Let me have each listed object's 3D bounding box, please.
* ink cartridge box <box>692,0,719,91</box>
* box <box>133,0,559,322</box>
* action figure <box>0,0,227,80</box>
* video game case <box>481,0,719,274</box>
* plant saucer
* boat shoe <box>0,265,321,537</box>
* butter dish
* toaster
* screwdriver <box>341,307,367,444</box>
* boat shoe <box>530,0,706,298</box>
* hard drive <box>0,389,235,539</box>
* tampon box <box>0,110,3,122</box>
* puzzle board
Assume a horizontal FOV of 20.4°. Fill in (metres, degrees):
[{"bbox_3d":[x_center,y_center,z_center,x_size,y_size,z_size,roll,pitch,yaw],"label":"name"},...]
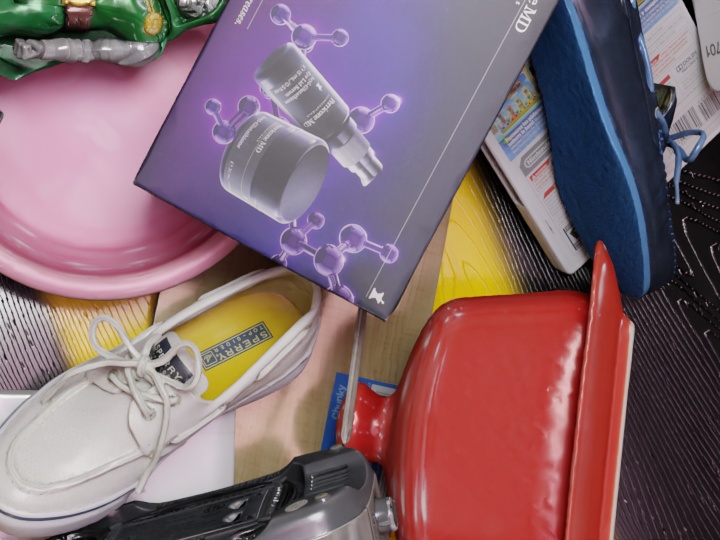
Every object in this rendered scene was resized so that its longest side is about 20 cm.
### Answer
[{"bbox_3d":[0.300,-0.161,1.086,0.199,0.146,0.086,-9,88,-26],"label":"ink cartridge box"},{"bbox_3d":[0.000,-0.098,0.965,0.141,0.079,0.201,28,94,-3],"label":"box"},{"bbox_3d":[-0.162,-0.136,0.975,0.199,0.055,0.119,0,93,-18],"label":"action figure"},{"bbox_3d":[0.114,-0.116,1.081,0.143,0.018,0.200,-43,122,-13],"label":"video game case"},{"bbox_3d":[-0.133,-0.084,1.033,0.199,0.051,0.202,0,85,-5],"label":"plant saucer"},{"bbox_3d":[-0.097,0.055,0.974,0.201,0.086,0.075,-28,71,-26],"label":"boat shoe"},{"bbox_3d":[0.060,0.087,1.026,0.147,0.200,0.201,5,85,6],"label":"butter dish"},{"bbox_3d":[-0.067,0.175,0.966,0.199,0.114,0.130,-16,99,6],"label":"toaster"},{"bbox_3d":[0.000,0.000,1.033,0.029,0.028,0.201,18,56,-7],"label":"screwdriver"},{"bbox_3d":[0.142,-0.083,1.049,0.068,0.084,0.201,-27,119,-25],"label":"boat shoe"},{"bbox_3d":[-0.133,0.163,1.029,0.131,0.027,0.201,2,92,-14],"label":"hard drive"},{"bbox_3d":[-0.280,-0.006,0.916,0.149,0.126,0.201,27,116,-10],"label":"tampon box"},{"bbox_3d":[-0.039,0.034,1.077,0.150,0.017,0.201,12,84,-14],"label":"puzzle board"}]
